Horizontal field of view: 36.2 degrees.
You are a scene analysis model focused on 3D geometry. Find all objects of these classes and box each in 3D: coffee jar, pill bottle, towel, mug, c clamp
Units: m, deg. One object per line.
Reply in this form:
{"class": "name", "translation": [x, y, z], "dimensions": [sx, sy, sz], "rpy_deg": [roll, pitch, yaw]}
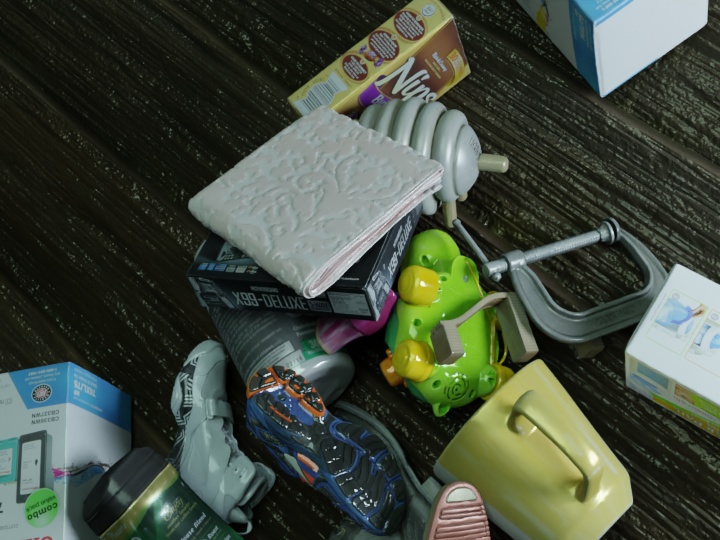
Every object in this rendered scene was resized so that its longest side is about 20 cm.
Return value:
{"class": "coffee jar", "translation": [-0.178, 0.267, 1.076], "dimensions": [0.200, 0.104, 0.085], "rpy_deg": [45, 49, -3]}
{"class": "pill bottle", "translation": [-0.097, 0.052, 1.176], "dimensions": [0.112, 0.113, 0.201], "rpy_deg": [-32, 64, 1]}
{"class": "towel", "translation": [-0.045, -0.074, 1.079], "dimensions": [0.190, 0.032, 0.199], "rpy_deg": [-39, 46, -20]}
{"class": "mug", "translation": [0.164, 0.190, 1.015], "dimensions": [0.153, 0.186, 0.150], "rpy_deg": [45, 104, 18]}
{"class": "c clamp", "translation": [0.214, -0.006, 1.112], "dimensions": [0.197, 0.027, 0.172], "rpy_deg": [-11, 56, -22]}

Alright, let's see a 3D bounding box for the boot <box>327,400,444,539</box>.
{"class": "boot", "translation": [-0.006, 0.248, 1.096], "dimensions": [0.174, 0.069, 0.200], "rpy_deg": [-46, 64, -3]}

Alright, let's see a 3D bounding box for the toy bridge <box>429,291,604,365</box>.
{"class": "toy bridge", "translation": [0.154, 0.055, 1.084], "dimensions": [0.197, 0.027, 0.068], "rpy_deg": [0, 59, -31]}

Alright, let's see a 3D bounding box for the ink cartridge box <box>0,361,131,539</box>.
{"class": "ink cartridge box", "translation": [-0.335, 0.223, 1.159], "dimensions": [0.144, 0.146, 0.203], "rpy_deg": [-11, 67, 12]}

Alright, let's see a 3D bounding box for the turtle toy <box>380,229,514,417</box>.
{"class": "turtle toy", "translation": [0.080, 0.051, 1.123], "dimensions": [0.101, 0.144, 0.203], "rpy_deg": [-24, 55, 51]}

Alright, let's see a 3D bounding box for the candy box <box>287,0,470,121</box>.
{"class": "candy box", "translation": [0.024, -0.210, 1.243], "dimensions": [0.199, 0.117, 0.057], "rpy_deg": [-39, 63, -1]}

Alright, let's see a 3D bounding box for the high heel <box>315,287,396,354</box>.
{"class": "high heel", "translation": [0.000, 0.000, 1.148], "dimensions": [0.095, 0.067, 0.201], "rpy_deg": [-36, 20, 22]}

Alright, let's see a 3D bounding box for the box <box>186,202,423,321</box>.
{"class": "box", "translation": [-0.052, -0.030, 1.098], "dimensions": [0.197, 0.050, 0.159], "rpy_deg": [4, 48, 25]}

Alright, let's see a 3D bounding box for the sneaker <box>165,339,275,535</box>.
{"class": "sneaker", "translation": [-0.144, 0.179, 1.163], "dimensions": [0.113, 0.075, 0.203], "rpy_deg": [7, 76, 18]}

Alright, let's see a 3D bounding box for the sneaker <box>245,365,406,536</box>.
{"class": "sneaker", "translation": [-0.035, 0.179, 1.065], "dimensions": [0.200, 0.079, 0.075], "rpy_deg": [45, 52, 10]}

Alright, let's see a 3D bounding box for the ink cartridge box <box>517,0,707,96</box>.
{"class": "ink cartridge box", "translation": [0.257, -0.332, 1.198], "dimensions": [0.146, 0.146, 0.201], "rpy_deg": [-34, 63, 0]}

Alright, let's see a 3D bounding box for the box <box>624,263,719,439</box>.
{"class": "box", "translation": [0.357, 0.099, 1.023], "dimensions": [0.198, 0.113, 0.102], "rpy_deg": [30, 78, 24]}

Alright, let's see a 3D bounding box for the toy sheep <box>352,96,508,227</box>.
{"class": "toy sheep", "translation": [0.062, -0.119, 1.181], "dimensions": [0.197, 0.138, 0.140], "rpy_deg": [4, 70, 15]}

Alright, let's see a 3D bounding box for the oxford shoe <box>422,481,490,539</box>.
{"class": "oxford shoe", "translation": [0.071, 0.287, 1.017], "dimensions": [0.070, 0.074, 0.204], "rpy_deg": [4, 98, -22]}
